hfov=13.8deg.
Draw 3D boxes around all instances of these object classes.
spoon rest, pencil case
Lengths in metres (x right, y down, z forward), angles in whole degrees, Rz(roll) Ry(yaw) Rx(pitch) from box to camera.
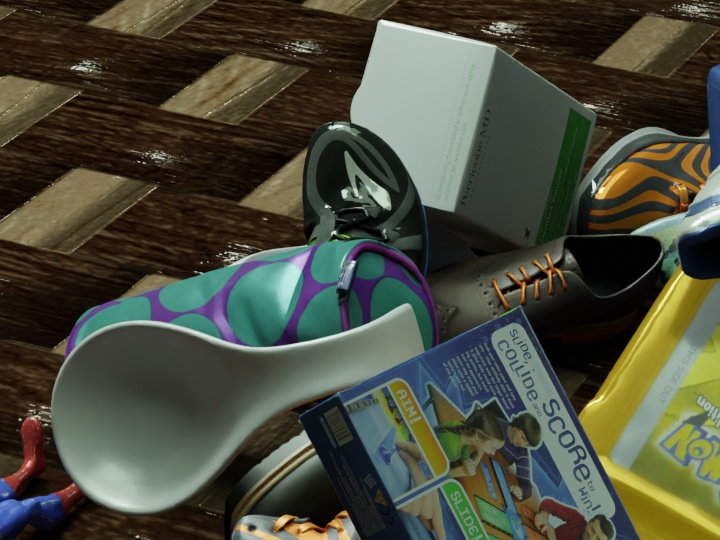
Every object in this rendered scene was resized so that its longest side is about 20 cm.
[{"bbox_3d":[-0.068,0.062,1.501,0.199,0.100,0.061,-17,-3,16],"label":"spoon rest"},{"bbox_3d":[-0.061,0.043,1.593,0.199,0.085,0.093,-14,41,33],"label":"pencil case"}]

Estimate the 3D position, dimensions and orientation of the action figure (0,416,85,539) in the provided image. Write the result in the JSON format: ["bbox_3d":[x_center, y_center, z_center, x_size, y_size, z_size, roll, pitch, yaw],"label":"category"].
[{"bbox_3d":[-0.201,0.110,1.508,0.065,0.100,0.200,12,28,22],"label":"action figure"}]

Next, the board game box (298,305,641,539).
[{"bbox_3d":[0.070,0.130,1.390,0.135,0.201,0.034,-23,-6,-43],"label":"board game box"}]

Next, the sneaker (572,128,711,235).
[{"bbox_3d":[0.233,-0.043,1.883,0.199,0.078,0.112,-18,30,-37],"label":"sneaker"}]

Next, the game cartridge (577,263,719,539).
[{"bbox_3d":[0.198,0.094,1.478,0.176,0.032,0.200,28,69,19],"label":"game cartridge"}]

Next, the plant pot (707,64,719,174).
[{"bbox_3d":[0.289,-0.026,1.615,0.199,0.202,0.180,-6,-11,17],"label":"plant pot"}]

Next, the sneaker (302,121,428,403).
[{"bbox_3d":[0.000,0.000,1.670,0.070,0.083,0.201,-8,62,9],"label":"sneaker"}]

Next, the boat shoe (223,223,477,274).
[{"bbox_3d":[-0.015,0.012,1.768,0.199,0.074,0.065,0,-13,-38],"label":"boat shoe"}]

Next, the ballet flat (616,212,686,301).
[{"bbox_3d":[0.256,0.001,1.822,0.198,0.075,0.074,-4,25,-9],"label":"ballet flat"}]

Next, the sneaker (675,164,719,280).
[{"bbox_3d":[0.247,0.009,1.452,0.199,0.076,0.088,23,47,28],"label":"sneaker"}]

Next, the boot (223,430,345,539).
[{"bbox_3d":[0.044,0.134,1.515,0.199,0.078,0.138,-19,44,-20],"label":"boot"}]

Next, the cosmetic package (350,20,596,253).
[{"bbox_3d":[0.067,-0.075,1.822,0.084,0.108,0.200,14,-2,22],"label":"cosmetic package"}]

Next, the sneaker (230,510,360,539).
[{"bbox_3d":[0.000,0.122,1.455,0.111,0.078,0.201,10,51,22],"label":"sneaker"}]

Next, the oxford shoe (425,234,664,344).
[{"bbox_3d":[0.091,0.011,1.747,0.199,0.073,0.071,-15,67,-33],"label":"oxford shoe"}]
